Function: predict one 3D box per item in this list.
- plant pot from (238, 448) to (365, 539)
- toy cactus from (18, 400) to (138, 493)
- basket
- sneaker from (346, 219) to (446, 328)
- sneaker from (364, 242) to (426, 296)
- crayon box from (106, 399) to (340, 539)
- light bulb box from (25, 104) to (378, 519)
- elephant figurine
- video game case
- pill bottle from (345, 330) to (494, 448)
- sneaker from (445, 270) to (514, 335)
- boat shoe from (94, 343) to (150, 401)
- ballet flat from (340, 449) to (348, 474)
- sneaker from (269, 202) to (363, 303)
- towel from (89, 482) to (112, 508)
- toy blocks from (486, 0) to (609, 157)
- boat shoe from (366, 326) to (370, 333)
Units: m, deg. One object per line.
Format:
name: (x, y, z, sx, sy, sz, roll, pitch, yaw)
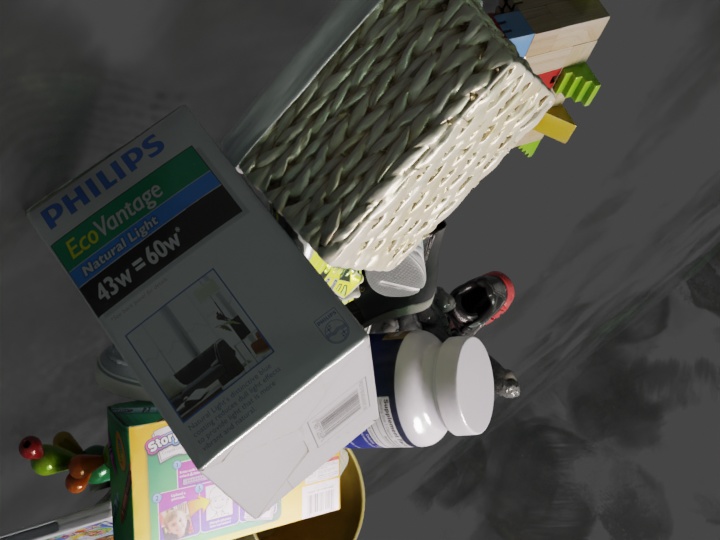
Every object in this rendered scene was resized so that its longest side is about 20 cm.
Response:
plant pot: (-0.112, 0.322, 1.257, 0.198, 0.204, 0.141, -21, 180, -41)
toy cactus: (-0.203, 0.163, 0.826, 0.197, 0.103, 0.167, -20, 145, -21)
basket: (0.025, -0.107, 0.627, 0.200, 0.124, 0.135, -47, 160, 17)
sneaker: (0.000, 0.000, 0.924, 0.197, 0.075, 0.108, -17, 133, -34)
sneaker: (0.017, -0.063, 0.806, 0.069, 0.082, 0.202, -4, 142, 10)
crayon box: (-0.113, 0.163, 0.769, 0.197, 0.058, 0.122, -7, 103, -31)
light bulb box: (-0.095, 0.038, 0.606, 0.124, 0.201, 0.199, -36, 161, -12)
elephant figurine: (0.106, 0.127, 1.166, 0.141, 0.201, 0.155, -40, 161, 5)
video game case: (-0.316, 0.270, 0.875, 0.196, 0.018, 0.144, -16, 159, -3)
pill bottle: (0.030, 0.122, 0.915, 0.196, 0.119, 0.115, -7, 176, 29)
sneaker: (0.142, 0.079, 1.328, 0.201, 0.071, 0.098, -47, 160, 14)
boat shoe: (-0.125, 0.059, 0.757, 0.196, 0.070, 0.073, -3, 120, -16)
ballet flat: (-0.048, 0.220, 0.933, 0.066, 0.064, 0.201, 2, 158, -4)
sneaker: (-0.036, -0.014, 0.763, 0.075, 0.077, 0.200, -5, 167, -2)
towel: (-0.199, 0.184, 1.002, 0.201, 0.035, 0.191, -53, 160, 27)
toy blocks: (0.113, -0.161, 0.744, 0.134, 0.101, 0.201, -17, 154, -22)
boat shoe: (-0.028, 0.100, 1.070, 0.065, 0.072, 0.202, -22, 146, -29)
